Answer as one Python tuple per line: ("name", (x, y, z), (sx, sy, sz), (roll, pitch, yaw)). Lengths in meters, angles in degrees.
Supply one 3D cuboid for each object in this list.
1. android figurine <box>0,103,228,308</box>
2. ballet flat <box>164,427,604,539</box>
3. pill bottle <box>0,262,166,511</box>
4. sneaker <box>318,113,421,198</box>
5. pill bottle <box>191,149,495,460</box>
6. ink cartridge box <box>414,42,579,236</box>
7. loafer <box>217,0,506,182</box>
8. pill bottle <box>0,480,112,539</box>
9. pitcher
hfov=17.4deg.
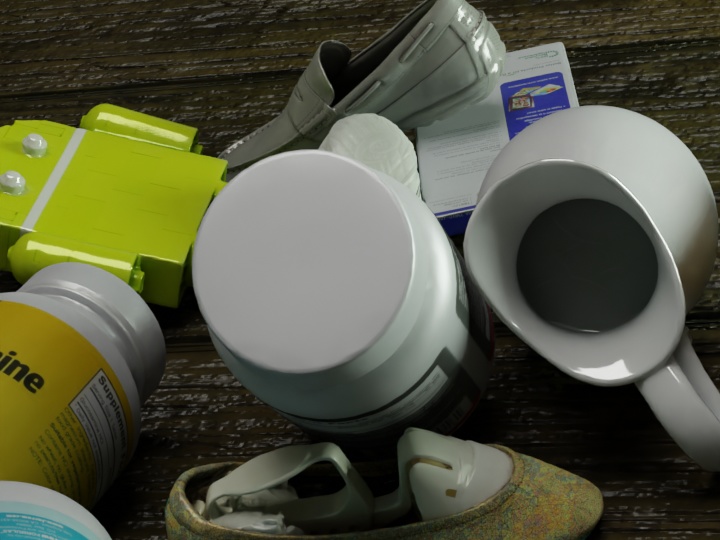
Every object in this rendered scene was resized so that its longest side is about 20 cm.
("android figurine", (-0.148, -0.037, 1.329), (0.199, 0.041, 0.182), (15, 32, 4))
("ballet flat", (0.008, 0.103, 1.051), (0.198, 0.071, 0.071), (-8, 29, 8))
("pill bottle", (-0.174, 0.082, 1.113), (0.112, 0.113, 0.200), (2, 32, 26))
("sneaker", (0.000, 0.000, 1.255), (0.071, 0.073, 0.201), (9, 42, -5))
("pill bottle", (-0.007, 0.016, 1.058), (0.113, 0.115, 0.200), (-8, -14, 9))
("ink cartridge box", (0.082, -0.069, 1.359), (0.099, 0.039, 0.200), (-10, 27, 5))
("loafer", (-0.009, -0.103, 1.375), (0.199, 0.070, 0.070), (-28, 25, 23))
("pill bottle", (-0.141, 0.179, 0.929), (0.110, 0.111, 0.200), (-14, 29, -3))
("pitcher", (0.126, 0.007, 1.128), (0.121, 0.172, 0.200), (-35, 5, 13))
